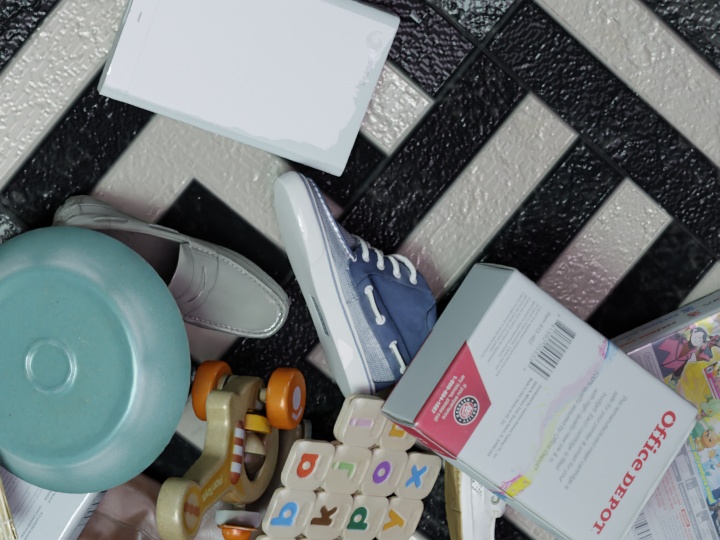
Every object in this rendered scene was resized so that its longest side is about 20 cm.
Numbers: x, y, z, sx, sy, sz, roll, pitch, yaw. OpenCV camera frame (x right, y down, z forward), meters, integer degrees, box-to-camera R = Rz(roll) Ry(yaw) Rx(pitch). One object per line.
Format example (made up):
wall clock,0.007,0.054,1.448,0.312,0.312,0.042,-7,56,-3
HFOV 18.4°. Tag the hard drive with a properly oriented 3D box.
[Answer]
hard drive,-0.084,-0.165,1.696,0.199,0.026,0.133,18,101,-16

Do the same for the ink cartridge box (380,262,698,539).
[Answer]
ink cartridge box,0.140,0.111,1.737,0.200,0.083,0.146,37,82,-18

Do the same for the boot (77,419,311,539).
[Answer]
boot,-0.158,0.162,1.759,0.199,0.064,0.187,27,96,-14

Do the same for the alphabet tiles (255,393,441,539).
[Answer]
alphabet tiles,-0.014,0.193,1.766,0.195,0.015,0.201,10,104,-53

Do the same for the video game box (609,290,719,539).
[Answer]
video game box,0.275,0.133,1.851,0.181,0.047,0.201,-22,109,-3

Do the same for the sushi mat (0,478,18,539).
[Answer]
sushi mat,-0.314,0.112,1.665,0.012,0.095,0.201,-15,88,-48

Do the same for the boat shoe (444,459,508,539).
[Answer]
boat shoe,0.105,0.165,1.808,0.069,0.071,0.201,-6,106,-9

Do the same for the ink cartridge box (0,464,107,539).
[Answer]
ink cartridge box,-0.308,0.164,1.714,0.200,0.043,0.197,35,97,12

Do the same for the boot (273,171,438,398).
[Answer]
boot,0.000,0.000,1.745,0.090,0.073,0.201,-24,118,-12

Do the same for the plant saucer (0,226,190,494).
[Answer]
plant saucer,-0.223,0.069,1.644,0.199,0.036,0.202,2,96,18

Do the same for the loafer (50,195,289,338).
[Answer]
loafer,-0.144,0.004,1.707,0.199,0.070,0.070,22,100,-17

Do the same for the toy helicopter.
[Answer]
toy helicopter,-0.105,0.156,1.652,0.078,0.200,0.133,5,109,18
